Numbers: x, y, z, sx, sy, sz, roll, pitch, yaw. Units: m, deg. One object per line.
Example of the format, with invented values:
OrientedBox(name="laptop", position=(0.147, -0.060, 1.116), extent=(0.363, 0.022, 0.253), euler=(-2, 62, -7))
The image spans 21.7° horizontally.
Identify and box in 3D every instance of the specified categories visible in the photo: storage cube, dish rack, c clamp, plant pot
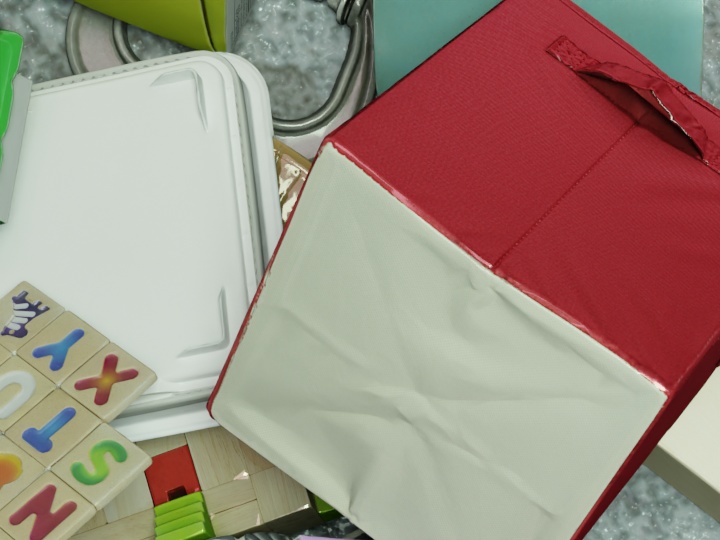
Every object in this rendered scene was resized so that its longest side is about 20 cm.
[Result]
OrientedBox(name="storage cube", position=(0.067, 0.016, 0.821), extent=(0.171, 0.201, 0.180), euler=(37, 42, 11))
OrientedBox(name="dish rack", position=(-0.124, -0.016, 0.930), extent=(0.170, 0.044, 0.201), euler=(-11, 69, 7))
OrientedBox(name="c clamp", position=(-0.073, -0.150, 1.030), extent=(0.199, 0.027, 0.172), euler=(28, 81, 1))
OrientedBox(name="plant pot", position=(0.091, -0.131, 0.960), extent=(0.160, 0.201, 0.202), euler=(1, 82, 8))

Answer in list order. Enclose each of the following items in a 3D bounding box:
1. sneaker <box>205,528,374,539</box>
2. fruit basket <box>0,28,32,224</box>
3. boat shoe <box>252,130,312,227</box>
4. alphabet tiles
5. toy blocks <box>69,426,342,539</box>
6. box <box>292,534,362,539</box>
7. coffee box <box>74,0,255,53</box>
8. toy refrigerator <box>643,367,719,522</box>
OrientedBox(name="sneaker", position=(-0.033, 0.175, 0.937), extent=(0.199, 0.080, 0.078), euler=(-3, 65, -25))
OrientedBox(name="fruit basket", position=(-0.244, -0.064, 0.942), extent=(0.093, 0.200, 0.187), euler=(14, 78, -33))
OrientedBox(name="boat shoe", position=(0.000, 0.000, 0.991), extent=(0.200, 0.069, 0.074), euler=(43, 90, 1))
OrientedBox(name="alphabet tiles", position=(-0.194, 0.087, 0.836), extent=(0.166, 0.006, 0.200), euler=(31, 61, 34))
OrientedBox(name="toy blocks", position=(-0.112, 0.086, 0.968), extent=(0.199, 0.100, 0.137), euler=(-20, 72, 1))
OrientedBox(name="box", position=(0.043, 0.230, 0.822), extent=(0.175, 0.097, 0.201), euler=(9, 54, -27))
OrientedBox(name="coffee box", position=(-0.120, -0.259, 0.939), extent=(0.199, 0.200, 0.199), euler=(22, 72, 3))
OrientedBox(name="toy refrigerator", position=(0.197, 0.089, 0.989), extent=(0.200, 0.076, 0.070), euler=(37, 81, 3))
